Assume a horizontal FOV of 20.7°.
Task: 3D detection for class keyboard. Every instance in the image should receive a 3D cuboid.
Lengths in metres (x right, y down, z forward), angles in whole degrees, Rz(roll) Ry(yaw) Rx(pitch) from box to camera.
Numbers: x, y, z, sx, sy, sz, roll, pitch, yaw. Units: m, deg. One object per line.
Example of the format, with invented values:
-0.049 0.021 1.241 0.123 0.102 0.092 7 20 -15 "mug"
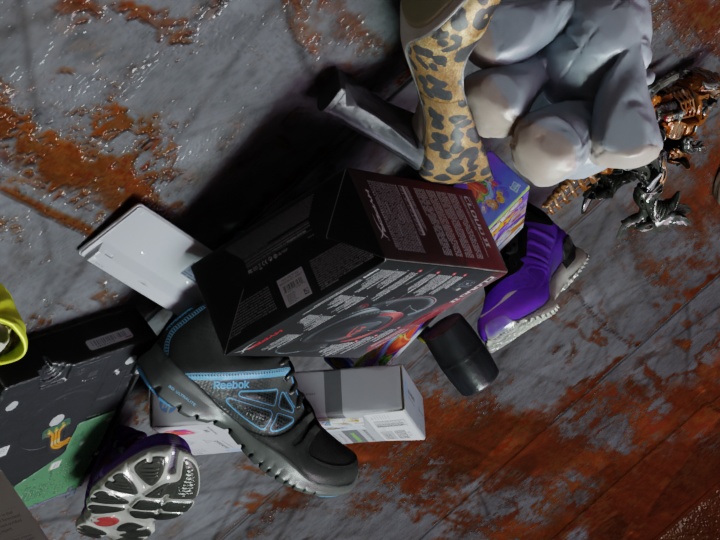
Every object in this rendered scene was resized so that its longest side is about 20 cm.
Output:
-0.125 0.005 1.411 0.056 0.011 0.200 -42 147 7 "keyboard"

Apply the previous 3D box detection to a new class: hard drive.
-0.242 0.116 1.457 0.140 0.038 0.200 -19 150 -41 "hard drive"

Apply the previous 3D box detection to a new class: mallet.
0.061 0.053 1.708 0.041 0.066 0.200 -36 -159 -7 "mallet"

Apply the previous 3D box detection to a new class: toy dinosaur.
0.239 -0.109 1.754 0.200 0.102 0.136 -16 138 -9 "toy dinosaur"

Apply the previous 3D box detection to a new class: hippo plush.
0.149 -0.151 1.478 0.161 0.159 0.200 97 3 -83 "hippo plush"

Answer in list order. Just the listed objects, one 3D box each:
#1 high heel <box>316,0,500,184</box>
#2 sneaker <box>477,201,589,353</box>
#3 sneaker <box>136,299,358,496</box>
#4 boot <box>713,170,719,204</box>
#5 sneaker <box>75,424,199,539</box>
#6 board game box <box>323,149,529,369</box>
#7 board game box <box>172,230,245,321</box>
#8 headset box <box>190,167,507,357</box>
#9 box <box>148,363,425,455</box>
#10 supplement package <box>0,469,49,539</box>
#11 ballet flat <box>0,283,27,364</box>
0.083 -0.141 1.350 0.142 0.071 0.200 28 131 -27 "high heel"
0.127 -0.004 1.706 0.070 0.100 0.200 -35 -175 28 "sneaker"
-0.066 0.098 1.453 0.200 0.073 0.082 36 96 -29 "sneaker"
0.451 -0.088 2.014 0.070 0.146 0.200 -28 156 -30 "boot"
-0.183 0.156 1.548 0.081 0.084 0.200 8 159 -21 "sneaker"
0.050 0.004 1.594 0.200 0.045 0.134 -45 169 -7 "board game box"
-0.057 0.017 1.561 0.200 0.034 0.135 -10 144 -51 "board game box"
0.000 0.000 1.422 0.149 0.075 0.200 -31 162 27 "headset box"
-0.055 0.114 1.585 0.200 0.041 0.156 -6 166 7 "box"
-0.314 0.191 1.267 0.152 0.200 0.151 -14 148 -46 "supplement package"
-0.278 0.037 1.205 0.067 0.067 0.200 -48 156 23 "ballet flat"
